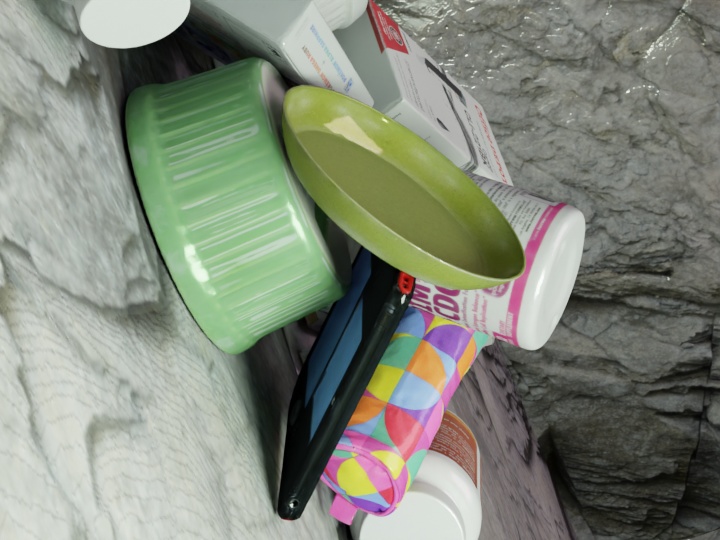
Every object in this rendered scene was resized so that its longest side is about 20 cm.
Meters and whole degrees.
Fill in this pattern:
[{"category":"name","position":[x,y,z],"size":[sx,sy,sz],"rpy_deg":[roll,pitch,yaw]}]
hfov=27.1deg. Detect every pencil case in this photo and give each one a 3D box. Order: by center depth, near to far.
[{"category":"pencil case","position":[0.032,0.100,1.180],"size":[0.201,0.088,0.089],"rpy_deg":[-56,133,-37]}]

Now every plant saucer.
[{"category":"plant saucer","position":[0.024,-0.050,1.006],"size":[0.199,0.031,0.201],"rpy_deg":[32,22,-14]}]

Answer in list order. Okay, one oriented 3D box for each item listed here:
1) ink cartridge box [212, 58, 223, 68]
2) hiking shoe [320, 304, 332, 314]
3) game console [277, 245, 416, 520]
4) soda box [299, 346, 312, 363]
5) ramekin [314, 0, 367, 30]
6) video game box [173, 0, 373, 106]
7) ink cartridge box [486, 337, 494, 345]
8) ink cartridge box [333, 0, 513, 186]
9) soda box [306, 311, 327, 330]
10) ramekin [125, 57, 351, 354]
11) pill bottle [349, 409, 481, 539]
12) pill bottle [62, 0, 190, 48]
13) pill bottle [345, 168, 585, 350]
[{"category":"ink cartridge box","position":[-0.064,-0.143,1.445],"size":[0.200,0.083,0.177],"rpy_deg":[53,18,-65]},{"category":"hiking shoe","position":[0.000,0.000,1.272],"size":[0.198,0.088,0.074],"rpy_deg":[18,-1,-34]},{"category":"game console","position":[-0.010,0.054,1.056],"size":[0.031,0.202,0.177],"rpy_deg":[23,24,-5]},{"category":"soda box","position":[0.002,0.096,1.374],"size":[0.200,0.063,0.069],"rpy_deg":[19,51,-79]},{"category":"ramekin","position":[-0.094,-0.272,1.283],"size":[0.201,0.105,0.201],"rpy_deg":[49,-13,15]},{"category":"video game box","position":[-0.095,-0.192,1.127],"size":[0.199,0.047,0.182],"rpy_deg":[34,-8,21]},{"category":"ink cartridge box","position":[0.049,0.000,1.613],"size":[0.084,0.144,0.202],"rpy_deg":[75,-1,-68]},{"category":"ink cartridge box","position":[0.050,-0.132,1.389],"size":[0.200,0.083,0.145],"rpy_deg":[37,27,-43]},{"category":"soda box","position":[-0.009,0.022,1.424],"size":[0.200,0.063,0.069],"rpy_deg":[36,34,-77]},{"category":"ramekin","position":[-0.080,-0.052,1.060],"size":[0.200,0.097,0.202],"rpy_deg":[-21,90,-82]},{"category":"pill bottle","position":[0.047,0.192,1.261],"size":[0.200,0.111,0.113],"rpy_deg":[-69,138,-77]},{"category":"pill bottle","position":[-0.163,-0.243,0.939],"size":[0.111,0.110,0.202],"rpy_deg":[50,21,-67]},{"category":"pill bottle","position":[0.064,-0.023,1.161],"size":[0.114,0.198,0.114],"rpy_deg":[-53,154,-40]}]
